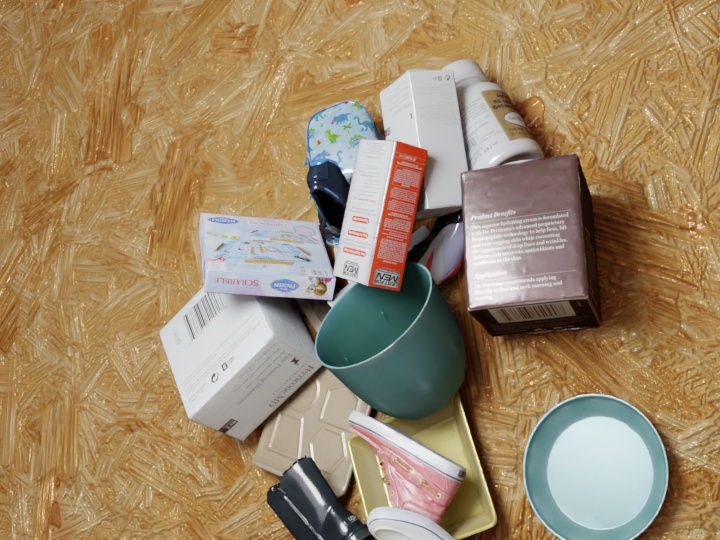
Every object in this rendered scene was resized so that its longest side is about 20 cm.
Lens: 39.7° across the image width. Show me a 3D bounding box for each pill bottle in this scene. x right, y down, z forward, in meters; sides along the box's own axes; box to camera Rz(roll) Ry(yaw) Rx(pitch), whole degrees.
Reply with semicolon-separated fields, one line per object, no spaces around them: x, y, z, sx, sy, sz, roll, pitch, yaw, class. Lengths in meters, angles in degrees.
0.184;-0.217;1.506;0.114;0.114;0.202;-36;59;17;pill bottle

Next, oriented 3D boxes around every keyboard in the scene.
0.041;0.007;1.537;0.199;0.011;0.056;-38;61;-15;keyboard

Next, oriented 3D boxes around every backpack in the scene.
-0.015;-0.172;1.600;0.161;0.155;0.201;-21;38;10;backpack

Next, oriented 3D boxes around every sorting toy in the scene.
-0.067;0.238;1.578;0.183;0.036;0.203;14;79;33;sorting toy

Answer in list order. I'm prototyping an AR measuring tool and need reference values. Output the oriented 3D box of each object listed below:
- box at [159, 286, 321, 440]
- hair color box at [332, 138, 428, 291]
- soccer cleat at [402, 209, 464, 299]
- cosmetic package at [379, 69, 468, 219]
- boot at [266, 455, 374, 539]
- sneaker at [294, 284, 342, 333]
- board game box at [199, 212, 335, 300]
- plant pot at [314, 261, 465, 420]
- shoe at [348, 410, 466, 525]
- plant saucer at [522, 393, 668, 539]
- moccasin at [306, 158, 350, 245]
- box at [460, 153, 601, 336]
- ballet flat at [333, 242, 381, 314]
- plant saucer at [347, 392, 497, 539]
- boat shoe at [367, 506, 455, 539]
-0.195;0.124;1.606;0.199;0.130;0.201;-44;46;14;box
0.027;-0.080;1.415;0.101;0.061;0.203;16;94;58;hair color box
0.137;-0.039;1.517;0.200;0.073;0.068;-47;20;-11;soccer cleat
0.095;-0.182;1.471;0.113;0.080;0.203;158;107;-66;cosmetic package
-0.080;0.398;1.487;0.168;0.076;0.202;43;118;29;boot
-0.069;0.037;1.627;0.075;0.071;0.201;-33;63;-3;sneaker
-0.151;-0.024;1.568;0.200;0.197;0.042;-110;28;-60;board game box
0.059;0.116;1.434;0.199;0.161;0.202;-29;29;18;plant pot
0.049;0.278;1.414;0.198;0.071;0.092;25;86;30;shoe
0.316;0.268;1.334;0.197;0.036;0.203;-9;72;29;plant saucer
-0.031;-0.076;1.491;0.080;0.200;0.069;-17;43;28;moccasin
0.238;-0.028;1.378;0.163;0.164;0.203;-6;72;19;box
0.000;0.000;1.577;0.072;0.072;0.201;-41;60;14;ballet flat
0.093;0.305;1.451;0.198;0.048;0.203;-27;63;22;plant saucer
0.096;0.390;1.348;0.198;0.067;0.074;26;132;-3;boat shoe
